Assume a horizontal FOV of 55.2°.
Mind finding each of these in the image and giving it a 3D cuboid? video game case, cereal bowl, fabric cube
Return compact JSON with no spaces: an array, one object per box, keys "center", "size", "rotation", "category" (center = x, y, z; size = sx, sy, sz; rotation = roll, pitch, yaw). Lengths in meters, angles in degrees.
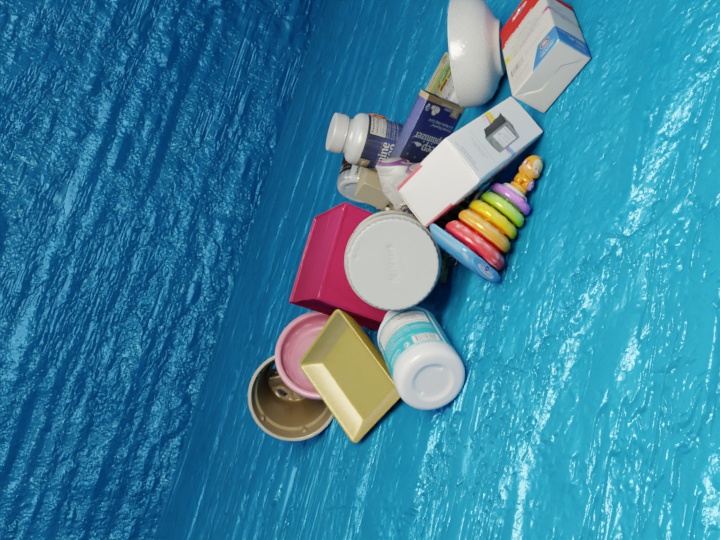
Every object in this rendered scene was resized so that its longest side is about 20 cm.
[{"center":[0.168,-0.368,1.543],"size":[0.201,0.023,0.182],"rotation":[-61,21,28],"category":"video game case"},{"center":[0.218,-0.399,1.258],"size":[0.200,0.083,0.201],"rotation":[-1,-90,-71],"category":"cereal bowl"},{"center":[0.000,0.000,1.373],"size":[0.200,0.198,0.197],"rotation":[-10,61,68],"category":"fabric cube"}]

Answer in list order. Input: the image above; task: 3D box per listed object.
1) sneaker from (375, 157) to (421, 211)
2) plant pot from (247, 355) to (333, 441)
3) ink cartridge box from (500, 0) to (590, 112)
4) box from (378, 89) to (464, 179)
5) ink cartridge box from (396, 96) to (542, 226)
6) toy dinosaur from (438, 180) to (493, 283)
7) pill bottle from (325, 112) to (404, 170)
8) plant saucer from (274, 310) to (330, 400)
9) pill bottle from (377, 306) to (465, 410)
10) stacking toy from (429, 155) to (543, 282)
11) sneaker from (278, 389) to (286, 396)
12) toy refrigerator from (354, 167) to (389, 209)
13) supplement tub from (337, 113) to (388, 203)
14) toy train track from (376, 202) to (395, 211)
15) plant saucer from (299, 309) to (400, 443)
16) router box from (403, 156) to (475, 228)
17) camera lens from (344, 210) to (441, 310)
[{"center":[0.101,-0.157,1.307],"size":[0.200,0.075,0.100],"rotation":[30,133,59],"category":"sneaker"},{"center":[-0.156,0.265,1.589],"size":[0.183,0.199,0.201],"rotation":[-137,68,-81],"category":"plant pot"},{"center":[0.295,-0.370,1.125],"size":[0.116,0.067,0.201],"rotation":[-52,26,42],"category":"ink cartridge box"},{"center":[0.124,-0.259,1.412],"size":[0.032,0.121,0.201],"rotation":[44,116,37],"category":"box"},{"center":[0.172,-0.171,1.087],"size":[0.200,0.086,0.148],"rotation":[-38,-3,-39],"category":"ink cartridge box"},{"center":[0.178,-0.059,1.183],"size":[0.201,0.047,0.088],"rotation":[-60,14,18],"category":"toy dinosaur"},{"center":[0.031,-0.274,1.491],"size":[0.111,0.199,0.112],"rotation":[-167,90,-76],"category":"pill bottle"},{"center":[-0.079,0.182,1.454],"size":[0.051,0.199,0.201],"rotation":[88,-171,-59],"category":"plant saucer"},{"center":[0.091,0.130,1.129],"size":[0.111,0.110,0.200],"rotation":[-64,19,17],"category":"pill bottle"},{"center":[0.215,-0.091,1.054],"size":[0.200,0.116,0.110],"rotation":[-52,43,3],"category":"stacking toy"},{"center":[-0.195,0.266,1.883],"size":[0.083,0.071,0.201],"rotation":[80,-153,-79],"category":"sneaker"},{"center":[0.047,-0.245,1.593],"size":[0.070,0.076,0.201],"rotation":[131,156,-55],"category":"toy refrigerator"},{"center":[0.018,-0.279,1.714],"size":[0.122,0.122,0.201],"rotation":[-32,42,61],"category":"supplement tub"},{"center":[0.070,-0.151,1.582],"size":[0.115,0.032,0.200],"rotation":[-71,18,-1],"category":"toy train track"},{"center":[-0.012,0.198,1.313],"size":[0.200,0.048,0.200],"rotation":[53,135,18],"category":"plant saucer"},{"center":[0.156,-0.155,1.319],"size":[0.200,0.051,0.150],"rotation":[-3,67,69],"category":"router box"},{"center":[0.054,-0.020,1.170],"size":[0.200,0.159,0.161],"rotation":[-78,10,-84],"category":"camera lens"}]
